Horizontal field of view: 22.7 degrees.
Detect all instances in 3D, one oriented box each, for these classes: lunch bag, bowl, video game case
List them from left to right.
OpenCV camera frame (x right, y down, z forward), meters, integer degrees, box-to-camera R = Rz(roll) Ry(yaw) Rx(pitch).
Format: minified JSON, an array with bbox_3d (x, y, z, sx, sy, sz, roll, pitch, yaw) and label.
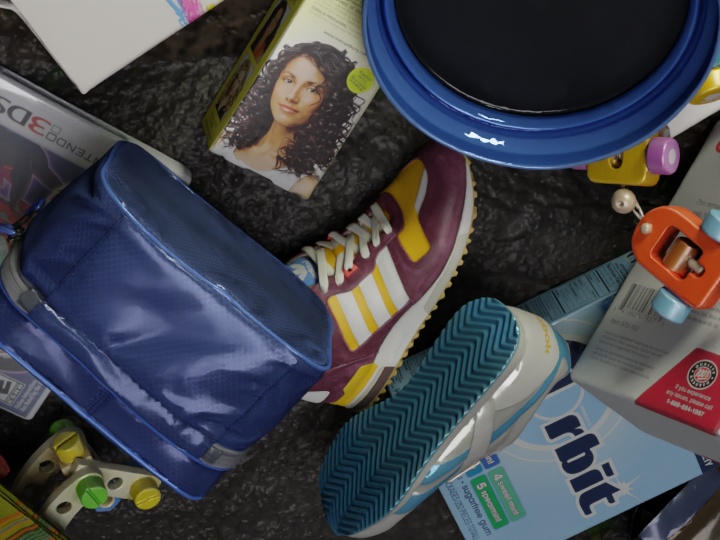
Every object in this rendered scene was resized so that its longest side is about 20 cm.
[{"bbox_3d":[-0.232,-0.022,1.099,0.182,0.023,0.200,28,109,-24],"label":"video game case"},{"bbox_3d":[-0.128,0.029,1.047,0.200,0.136,0.132,40,103,-9],"label":"lunch bag"},{"bbox_3d":[0.101,-0.147,1.005,0.200,0.039,0.201,3,131,4],"label":"bowl"}]

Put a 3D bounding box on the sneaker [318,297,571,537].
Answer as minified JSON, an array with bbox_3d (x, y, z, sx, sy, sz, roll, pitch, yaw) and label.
[{"bbox_3d":[0.053,0.105,1.147,0.081,0.077,0.200,19,124,-46],"label":"sneaker"}]

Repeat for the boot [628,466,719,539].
[{"bbox_3d":[0.208,0.213,1.302,0.200,0.075,0.097,-35,101,7],"label":"boot"}]

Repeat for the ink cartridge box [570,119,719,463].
[{"bbox_3d":[0.244,0.015,1.110,0.083,0.145,0.200,36,82,-31],"label":"ink cartridge box"}]

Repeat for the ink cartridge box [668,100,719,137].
[{"bbox_3d":[0.199,-0.183,1.091,0.200,0.045,0.176,-30,121,5],"label":"ink cartridge box"}]

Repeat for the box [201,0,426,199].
[{"bbox_3d":[-0.013,-0.145,1.064,0.075,0.050,0.200,25,110,-23],"label":"box"}]

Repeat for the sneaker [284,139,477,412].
[{"bbox_3d":[0.000,0.000,1.130,0.090,0.075,0.200,15,113,-25],"label":"sneaker"}]

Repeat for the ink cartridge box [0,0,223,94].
[{"bbox_3d":[-0.129,-0.203,0.964,0.200,0.129,0.125,-32,119,7],"label":"ink cartridge box"}]

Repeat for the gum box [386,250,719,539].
[{"bbox_3d":[0.139,0.098,1.228,0.200,0.045,0.170,-26,119,3],"label":"gum box"}]

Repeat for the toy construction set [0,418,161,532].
[{"bbox_3d":[-0.230,0.115,1.104,0.131,0.092,0.200,-40,118,6],"label":"toy construction set"}]

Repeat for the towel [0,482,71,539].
[{"bbox_3d":[-0.251,0.149,1.056,0.086,0.018,0.200,-38,129,3],"label":"towel"}]

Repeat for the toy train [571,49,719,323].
[{"bbox_3d":[0.209,-0.077,1.061,0.056,0.150,0.200,0,122,-55],"label":"toy train"}]
